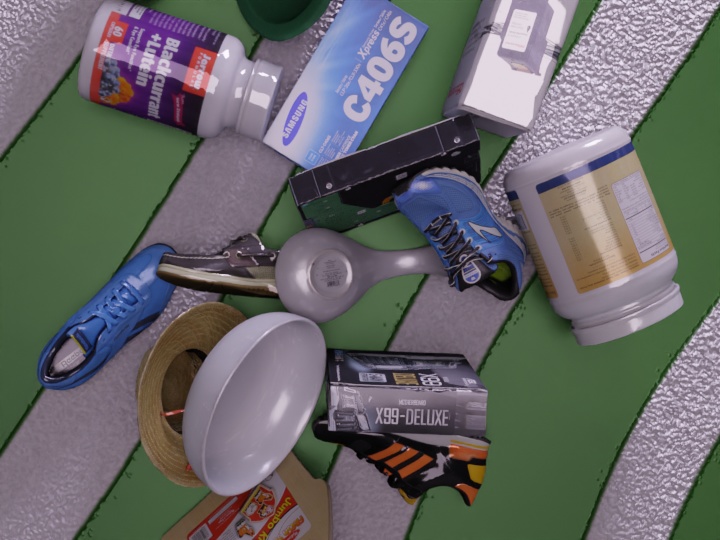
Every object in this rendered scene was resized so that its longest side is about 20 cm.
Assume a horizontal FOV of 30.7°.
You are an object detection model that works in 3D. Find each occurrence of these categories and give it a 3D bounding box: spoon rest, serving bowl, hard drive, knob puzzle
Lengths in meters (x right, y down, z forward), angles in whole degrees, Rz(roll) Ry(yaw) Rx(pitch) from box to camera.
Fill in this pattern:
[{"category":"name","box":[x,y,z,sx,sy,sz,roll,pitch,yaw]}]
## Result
[{"category":"spoon rest","box":[0.000,0.000,1.405,0.198,0.060,0.101,-6,92,-23]},{"category":"serving bowl","box":[-0.120,0.129,1.360,0.065,0.200,0.202,25,91,28]},{"category":"hard drive","box":[0.029,-0.096,1.379,0.198,0.140,0.038,-21,74,1]},{"category":"knob puzzle","box":[-0.103,0.298,1.391,0.219,0.220,0.030,-41,135,0]}]

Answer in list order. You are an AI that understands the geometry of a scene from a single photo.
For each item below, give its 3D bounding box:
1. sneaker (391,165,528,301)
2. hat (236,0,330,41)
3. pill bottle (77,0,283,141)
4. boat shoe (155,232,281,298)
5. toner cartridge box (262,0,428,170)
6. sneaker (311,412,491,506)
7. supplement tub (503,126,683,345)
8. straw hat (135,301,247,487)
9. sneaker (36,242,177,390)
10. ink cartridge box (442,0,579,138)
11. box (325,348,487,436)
[{"category":"sneaker","box":[0.110,-0.034,1.369,0.078,0.090,0.199,-31,131,32]},{"category":"hat","box":[-0.014,-0.336,1.421,0.199,0.175,0.167,-30,72,42]},{"category":"pill bottle","box":[-0.187,-0.205,1.381,0.198,0.111,0.113,17,92,-3]},{"category":"boat shoe","box":[-0.119,-0.007,1.415,0.198,0.072,0.067,7,82,-12]},{"category":"toner cartridge box","box":[-0.016,-0.200,1.423,0.094,0.043,0.201,30,91,-2]},{"category":"sneaker","box":[0.041,0.208,1.429,0.198,0.070,0.091,9,89,-5]},{"category":"supplement tub","box":[0.249,-0.036,1.391,0.143,0.144,0.202,-23,94,-1]},{"category":"straw hat","box":[-0.195,0.127,1.403,0.084,0.200,0.204,11,93,38]},{"category":"sneaker","box":[-0.268,0.053,1.407,0.066,0.078,0.200,45,89,-2]},{"category":"ink cartridge box","box":[0.163,-0.247,1.377,0.083,0.145,0.202,20,92,-4]},{"category":"box","box":[0.042,0.124,1.361,0.156,0.200,0.050,2,96,-2]}]
